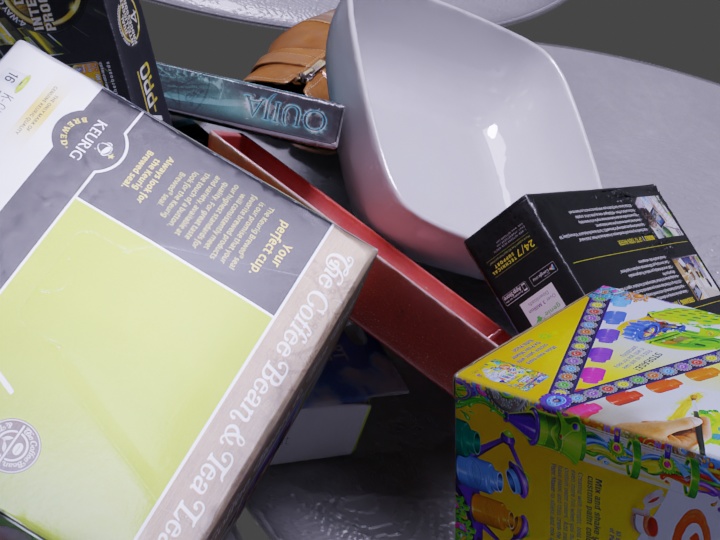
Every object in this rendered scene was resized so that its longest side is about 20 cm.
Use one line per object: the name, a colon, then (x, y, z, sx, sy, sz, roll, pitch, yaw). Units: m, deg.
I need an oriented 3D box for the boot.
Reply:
boot: (0.021, -0.127, 1.114, 0.198, 0.077, 0.155, 25, 34, 13)

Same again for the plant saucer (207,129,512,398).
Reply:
plant saucer: (0.000, 0.000, 0.822, 0.199, 0.037, 0.200, 37, 3, -3)

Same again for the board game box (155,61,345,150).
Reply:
board game box: (-0.112, -0.106, 0.925, 0.198, 0.028, 0.135, 13, 4, -7)

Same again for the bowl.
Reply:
bowl: (0.060, -0.075, 1.012, 0.198, 0.075, 0.202, 14, 49, -34)

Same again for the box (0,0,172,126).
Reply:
box: (-0.186, -0.095, 0.826, 0.159, 0.202, 0.049, -2, 30, 17)

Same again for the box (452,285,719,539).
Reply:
box: (0.148, 0.138, 0.652, 0.191, 0.202, 0.122, 16, 28, 37)

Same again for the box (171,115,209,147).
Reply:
box: (-0.148, -0.075, 0.990, 0.082, 0.050, 0.200, -20, 49, -42)

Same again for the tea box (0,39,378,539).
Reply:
tea box: (-0.129, 0.044, 0.692, 0.196, 0.134, 0.201, 30, 55, 3)

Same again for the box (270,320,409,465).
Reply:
box: (-0.088, 0.051, 0.844, 0.198, 0.048, 0.122, -3, 41, -29)

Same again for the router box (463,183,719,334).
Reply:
router box: (0.155, 0.027, 0.893, 0.199, 0.051, 0.150, -8, 64, -59)
